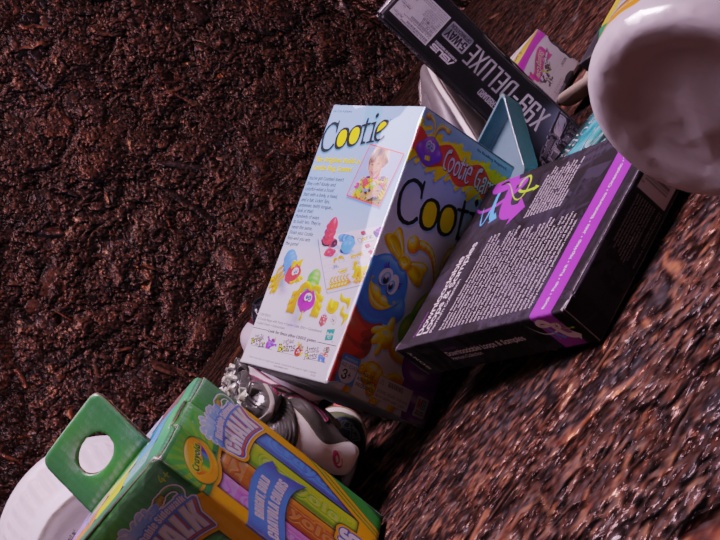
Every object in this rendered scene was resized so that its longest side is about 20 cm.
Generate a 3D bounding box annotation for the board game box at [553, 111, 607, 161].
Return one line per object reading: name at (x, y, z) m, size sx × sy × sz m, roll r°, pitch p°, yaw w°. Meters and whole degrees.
board game box at (0.148, -0.053, 0.995) m, size 0.200 × 0.028 × 0.135 m, roll -53°, pitch 6°, yaw 3°

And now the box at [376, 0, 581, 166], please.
box at (0.100, -0.160, 1.144) m, size 0.050 × 0.200 × 0.158 m, roll -47°, pitch 8°, yaw 7°

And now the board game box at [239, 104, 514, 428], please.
board game box at (0.013, -0.005, 0.993) m, size 0.105 × 0.103 × 0.201 m, roll 9°, pitch 76°, yaw 49°

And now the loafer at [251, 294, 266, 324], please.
loafer at (0.000, 0.000, 1.109) m, size 0.199 × 0.071 × 0.068 m, roll -17°, pitch 15°, yaw 18°

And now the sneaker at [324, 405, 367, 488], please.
sneaker at (-0.068, 0.186, 1.047) m, size 0.200 × 0.067 × 0.090 m, roll -50°, pitch 1°, yaw -3°

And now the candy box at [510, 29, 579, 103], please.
candy box at (0.130, -0.141, 1.442) m, size 0.200 × 0.061 × 0.137 m, roll -43°, pitch 13°, yaw 53°

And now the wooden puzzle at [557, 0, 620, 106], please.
wooden puzzle at (0.256, -0.243, 1.215) m, size 0.200 × 0.037 × 0.185 m, roll -54°, pitch 6°, yaw -15°

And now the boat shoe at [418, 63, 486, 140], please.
boat shoe at (0.085, -0.111, 1.224) m, size 0.057 × 0.067 × 0.201 m, roll -45°, pitch 45°, yaw 22°

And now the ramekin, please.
ramekin at (-0.215, 0.251, 1.213) m, size 0.201 × 0.200 × 0.105 m, roll -53°, pitch 16°, yaw -10°

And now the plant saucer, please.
plant saucer at (0.098, -0.056, 1.101) m, size 0.200 × 0.019 × 0.070 m, roll 113°, pitch 148°, yaw -60°

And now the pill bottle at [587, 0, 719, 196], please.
pill bottle at (0.202, -0.142, 0.717) m, size 0.200 × 0.116 × 0.116 m, roll -56°, pitch 8°, yaw -36°

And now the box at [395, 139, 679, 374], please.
box at (0.110, -0.010, 0.863) m, size 0.143 × 0.036 × 0.200 m, roll -58°, pitch 18°, yaw -22°

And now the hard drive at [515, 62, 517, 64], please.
hard drive at (0.087, -0.094, 1.319) m, size 0.132 × 0.027 × 0.201 m, roll -15°, pitch 58°, yaw 69°

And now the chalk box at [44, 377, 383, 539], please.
chalk box at (-0.103, 0.161, 0.850) m, size 0.125 × 0.200 × 0.124 m, roll -51°, pitch 7°, yaw 18°

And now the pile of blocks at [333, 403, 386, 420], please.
pile of blocks at (-0.014, 0.086, 1.154) m, size 0.062 × 0.082 × 0.200 m, roll -53°, pitch 7°, yaw -10°

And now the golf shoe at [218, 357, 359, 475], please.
golf shoe at (-0.065, 0.117, 1.001) m, size 0.200 × 0.088 × 0.078 m, roll -162°, pitch 93°, yaw -76°

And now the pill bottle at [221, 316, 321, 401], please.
pill bottle at (-0.049, 0.056, 1.411) m, size 0.200 × 0.113 × 0.113 m, roll -53°, pitch 7°, yaw -8°
